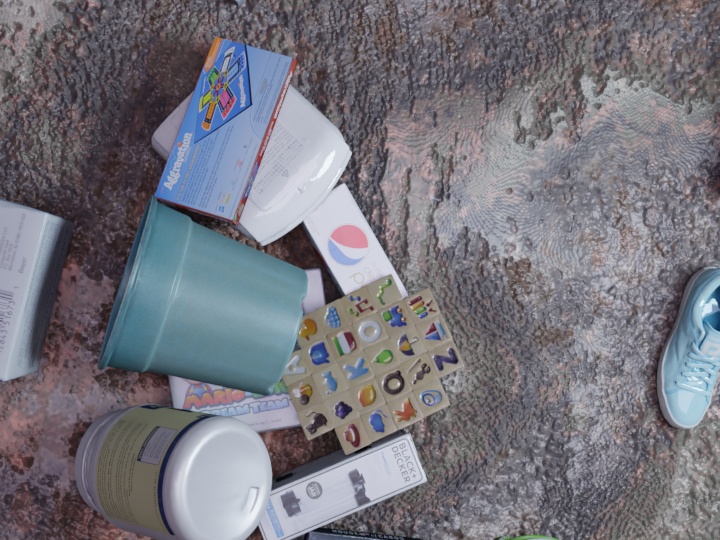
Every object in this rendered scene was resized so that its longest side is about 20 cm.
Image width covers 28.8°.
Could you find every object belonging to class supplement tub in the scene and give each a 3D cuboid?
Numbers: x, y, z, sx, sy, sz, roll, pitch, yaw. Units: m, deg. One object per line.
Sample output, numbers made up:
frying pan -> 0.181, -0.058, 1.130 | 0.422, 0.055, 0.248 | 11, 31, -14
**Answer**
supplement tub -> -0.211, 0.226, 1.555 | 0.144, 0.199, 0.147 | -3, 94, -46

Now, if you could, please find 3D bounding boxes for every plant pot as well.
plant pot -> -0.172, 0.042, 1.567 | 0.194, 0.200, 0.202 | 18, 88, -12

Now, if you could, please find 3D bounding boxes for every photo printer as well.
photo printer -> -0.120, -0.139, 1.619 | 0.200, 0.069, 0.166 | 43, 86, 18

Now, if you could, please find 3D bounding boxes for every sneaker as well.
sneaker -> 0.407, 0.092, 1.679 | 0.073, 0.082, 0.202 | 11, 88, -3

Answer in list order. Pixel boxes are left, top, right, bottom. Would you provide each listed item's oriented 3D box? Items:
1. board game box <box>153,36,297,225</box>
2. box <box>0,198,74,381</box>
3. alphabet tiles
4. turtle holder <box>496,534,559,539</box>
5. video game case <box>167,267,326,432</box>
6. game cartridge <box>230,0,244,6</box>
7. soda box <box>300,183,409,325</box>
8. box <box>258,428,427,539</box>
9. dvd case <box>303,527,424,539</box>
board game box -> -0.152, -0.159, 1.584 | 0.102, 0.019, 0.202 | 17, 79, 14
box -> -0.401, 0.016, 1.557 | 0.104, 0.200, 0.186 | 14, 88, -3
alphabet tiles -> 0.010, 0.107, 1.604 | 0.199, 0.006, 0.168 | -25, 77, 3
turtle holder -> 0.191, 0.376, 1.633 | 0.184, 0.132, 0.142 | 25, 88, -4
video game case -> -0.132, 0.101, 1.666 | 0.198, 0.024, 0.184 | -8, 89, -4
game cartridge -> -0.177, -0.428, 1.667 | 0.200, 0.038, 0.130 | 42, 82, -3
soda box -> 0.000, 0.000, 1.658 | 0.068, 0.064, 0.201 | -30, 91, -4
box -> -0.028, 0.247, 1.626 | 0.198, 0.117, 0.061 | -23, 91, -5
dvd case -> -0.011, 0.406, 1.641 | 0.149, 0.025, 0.202 | 9, 98, -17
